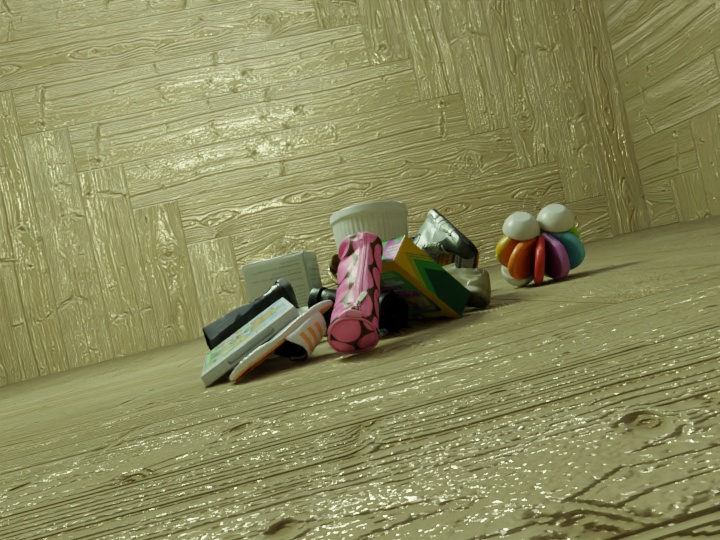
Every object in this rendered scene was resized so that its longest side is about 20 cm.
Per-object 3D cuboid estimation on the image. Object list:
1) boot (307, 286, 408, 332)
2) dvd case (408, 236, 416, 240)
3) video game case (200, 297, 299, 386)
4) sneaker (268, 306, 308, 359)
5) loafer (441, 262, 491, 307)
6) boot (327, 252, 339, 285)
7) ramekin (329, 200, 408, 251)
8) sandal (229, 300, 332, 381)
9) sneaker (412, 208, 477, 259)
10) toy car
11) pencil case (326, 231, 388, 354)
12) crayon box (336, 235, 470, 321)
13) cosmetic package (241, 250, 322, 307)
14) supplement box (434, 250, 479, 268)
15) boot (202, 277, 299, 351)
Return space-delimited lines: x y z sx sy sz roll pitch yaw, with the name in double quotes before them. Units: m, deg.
"boot" 0.015 0.085 1.056 0.165 0.078 0.200 6 -15 26
"dvd case" 0.153 0.003 1.440 0.148 0.204 0.025 -12 34 -43
"video game case" -0.192 0.114 0.977 0.181 0.022 0.200 -37 9 -10
"sneaker" -0.133 0.124 1.100 0.197 0.075 0.115 -25 7 -31
"loafer" 0.168 0.025 1.102 0.196 0.068 0.077 10 -32 34
"boot" 0.000 0.000 1.212 0.073 0.154 0.202 -42 31 23
"ramekin" 0.026 -0.090 1.392 0.195 0.108 0.200 -8 -9 -1
"sandal" -0.112 0.124 0.888 0.206 0.060 0.079 -38 -4 -32
"sneaker" 0.158 -0.039 1.145 0.116 0.074 0.201 -51 23 11
"toy car" 0.413 -0.039 1.277 0.195 0.178 0.151 -12 34 -4
"pencil case" -0.002 0.026 0.869 0.088 0.095 0.203 -3 43 4
"crayon box" 0.074 0.022 1.042 0.199 0.172 0.059 -13 43 57
"cosmetic package" -0.184 0.069 1.443 0.162 0.205 0.167 -13 -1 7
"supplement box" 0.151 0.008 1.257 0.197 0.133 0.103 -15 -39 42
"boot" -0.210 0.133 1.162 0.199 0.168 0.065 -38 37 -28
